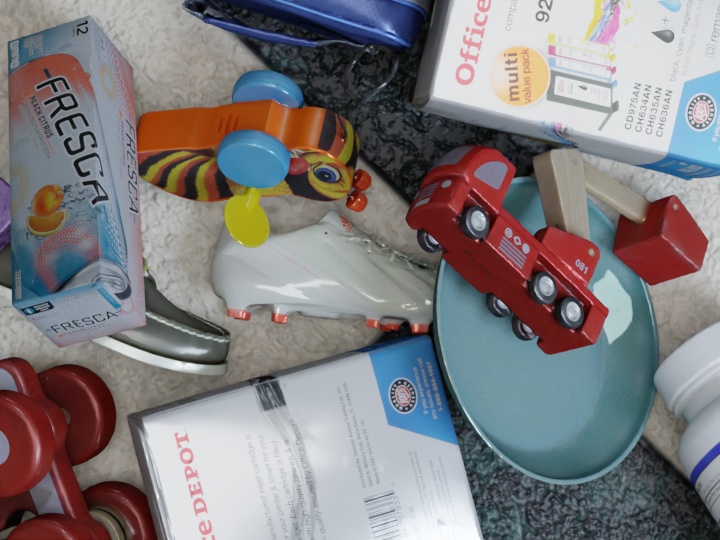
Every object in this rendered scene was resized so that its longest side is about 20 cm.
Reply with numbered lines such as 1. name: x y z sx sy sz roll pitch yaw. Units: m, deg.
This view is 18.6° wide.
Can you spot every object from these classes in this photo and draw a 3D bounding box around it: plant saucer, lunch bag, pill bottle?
1. plant saucer: 0.114 0.041 1.429 0.199 0.036 0.202 12 71 -37
2. lunch bag: -0.044 -0.212 1.409 0.198 0.136 0.133 16 90 -3
3. pill bottle: 0.276 0.131 1.419 0.112 0.112 0.201 -30 67 -1

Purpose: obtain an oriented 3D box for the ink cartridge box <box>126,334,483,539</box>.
1. ink cartridge box: -0.038 0.137 1.427 0.198 0.084 0.146 -15 92 -13

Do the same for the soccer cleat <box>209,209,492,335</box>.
1. soccer cleat: 0.000 0.000 1.452 0.198 0.069 0.078 5 87 0

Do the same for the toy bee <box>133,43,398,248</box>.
1. toy bee: -0.047 -0.069 1.423 0.109 0.199 0.131 49 62 -41

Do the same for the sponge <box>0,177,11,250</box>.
1. sponge: -0.316 -0.063 1.427 0.200 0.030 0.112 42 89 15

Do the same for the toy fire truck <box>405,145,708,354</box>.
1. toy fire truck: 0.127 -0.027 1.402 0.200 0.049 0.142 42 55 -23

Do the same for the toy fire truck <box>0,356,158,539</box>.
1. toy fire truck: -0.237 0.160 1.436 0.167 0.112 0.201 -20 91 22

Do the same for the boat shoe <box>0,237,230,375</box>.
1. boat shoe: -0.174 0.012 1.442 0.200 0.072 0.061 22 95 1

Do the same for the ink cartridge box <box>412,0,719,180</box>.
1. ink cartridge box: 0.146 -0.153 1.413 0.198 0.145 0.148 13 91 -2

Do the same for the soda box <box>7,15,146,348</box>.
1. soda box: -0.180 -0.058 1.391 0.063 0.068 0.201 -16 59 15
